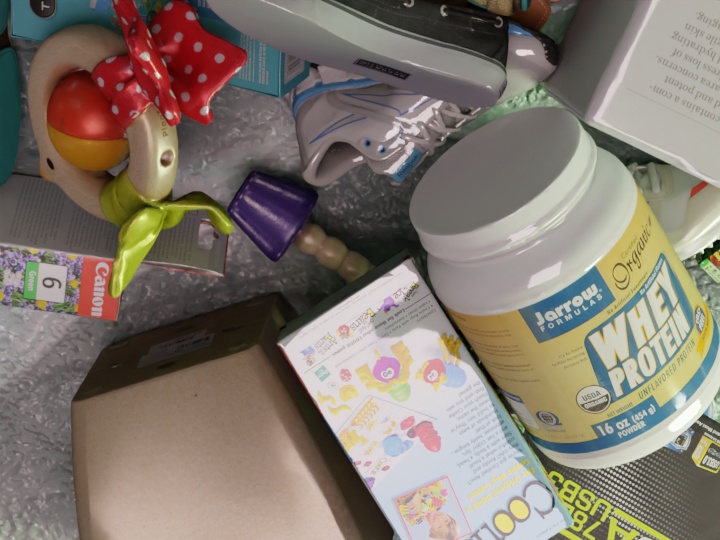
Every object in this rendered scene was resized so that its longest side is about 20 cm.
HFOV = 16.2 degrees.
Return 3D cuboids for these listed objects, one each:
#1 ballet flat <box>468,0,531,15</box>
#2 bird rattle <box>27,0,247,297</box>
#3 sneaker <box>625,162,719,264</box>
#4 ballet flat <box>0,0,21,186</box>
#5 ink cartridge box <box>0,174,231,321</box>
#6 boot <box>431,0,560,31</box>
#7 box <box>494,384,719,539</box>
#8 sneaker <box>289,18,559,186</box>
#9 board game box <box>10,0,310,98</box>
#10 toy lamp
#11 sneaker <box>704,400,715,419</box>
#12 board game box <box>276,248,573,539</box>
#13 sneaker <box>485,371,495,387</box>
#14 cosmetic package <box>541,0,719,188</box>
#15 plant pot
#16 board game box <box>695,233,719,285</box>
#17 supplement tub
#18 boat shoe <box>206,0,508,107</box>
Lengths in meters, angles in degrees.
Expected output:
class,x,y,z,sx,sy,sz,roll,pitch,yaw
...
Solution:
class,x,y,z,sx,sy,sz,roll,pitch,yaw
ballet flat,0.101,-0.255,1.567,0.070,0.071,0.201,22,78,-9
bird rattle,-0.156,-0.090,1.598,0.163,0.112,0.201,26,137,35
sneaker,0.160,-0.043,1.705,0.199,0.070,0.094,-23,120,15
ballet flat,-0.260,-0.151,1.672,0.069,0.070,0.201,4,114,-1
ink cartridge box,-0.190,-0.015,1.705,0.199,0.109,0.051,8,117,-3
boot,0.042,-0.186,1.640,0.154,0.074,0.200,36,114,-20
box,0.157,0.164,1.735,0.199,0.048,0.194,31,87,2
sneaker,0.042,-0.100,1.640,0.199,0.087,0.075,-17,148,32
board game box,-0.126,-0.206,1.604,0.199,0.047,0.152,15,118,21
toy lamp,0.000,0.000,1.730,0.199,0.058,0.058,34,112,-7
sneaker,0.192,0.164,1.796,0.078,0.089,0.201,24,112,-11
board game box,0.041,0.100,1.658,0.105,0.103,0.201,-31,94,1
sneaker,0.062,0.088,1.787,0.083,0.072,0.200,-47,110,-4
cosmetic package,0.237,-0.158,1.570,0.167,0.166,0.201,25,97,-11
plant pot,-0.097,0.131,1.740,0.199,0.200,0.178,-17,102,9
board game box,0.327,0.016,1.737,0.105,0.024,0.200,-40,122,16
supplement tub,0.131,0.011,1.612,0.144,0.145,0.200,-27,119,13
boat shoe,0.001,-0.155,1.547,0.199,0.069,0.057,18,74,-21
